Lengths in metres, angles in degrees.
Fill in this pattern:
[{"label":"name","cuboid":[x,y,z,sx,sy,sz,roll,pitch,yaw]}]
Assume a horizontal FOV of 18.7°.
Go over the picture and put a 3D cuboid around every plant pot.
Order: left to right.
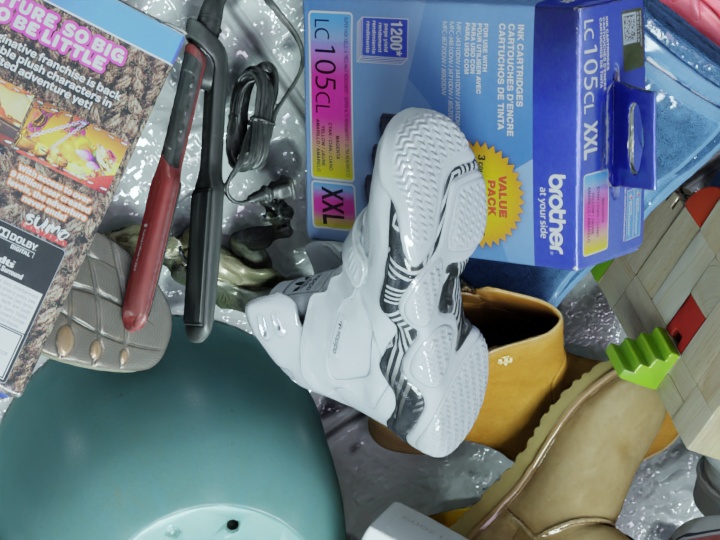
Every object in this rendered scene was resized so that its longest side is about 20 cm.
[{"label":"plant pot","cuboid":[-0.097,0.149,1.203,0.200,0.161,0.201,-6,113,-13]}]

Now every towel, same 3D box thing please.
[{"label":"towel","cuboid":[0.117,-0.061,1.199,0.112,0.049,0.200,31,125,-22]}]

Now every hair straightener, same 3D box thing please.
[{"label":"hair straightener","cuboid":[-0.071,-0.059,1.160,0.077,0.041,0.200,13,79,-21]}]

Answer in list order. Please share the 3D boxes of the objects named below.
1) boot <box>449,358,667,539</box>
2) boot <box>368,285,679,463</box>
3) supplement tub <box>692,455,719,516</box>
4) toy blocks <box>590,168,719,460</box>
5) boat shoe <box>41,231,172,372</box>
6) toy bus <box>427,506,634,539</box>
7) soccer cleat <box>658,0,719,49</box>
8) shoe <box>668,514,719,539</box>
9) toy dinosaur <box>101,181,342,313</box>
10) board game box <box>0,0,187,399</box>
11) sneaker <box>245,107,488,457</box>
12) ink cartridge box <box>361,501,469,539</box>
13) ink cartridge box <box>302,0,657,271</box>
[{"label":"boot","cuboid":[0.157,0.162,1.166,0.175,0.200,0.066,-51,139,4]},{"label":"boot","cuboid":[0.103,0.060,1.236,0.201,0.071,0.144,0,152,-10]},{"label":"supplement tub","cuboid":[0.278,0.057,1.277,0.145,0.145,0.200,7,109,-18]},{"label":"toy blocks","cuboid":[0.207,0.005,1.176,0.100,0.200,0.137,19,118,-27]},{"label":"boat shoe","cuboid":[-0.195,-0.002,1.165,0.200,0.073,0.075,25,79,-14]},{"label":"toy bus","cuboid":[0.100,0.263,1.289,0.136,0.200,0.192,2,120,-17]},{"label":"soccer cleat","cuboid":[0.156,-0.153,1.190,0.200,0.076,0.067,17,70,-25]},{"label":"shoe","cuboid":[0.261,0.174,1.198,0.200,0.091,0.072,-8,117,18]},{"label":"toy dinosaur","cuboid":[-0.050,0.004,1.213,0.200,0.047,0.088,29,137,-25]},{"label":"board game box","cuboid":[-0.205,-0.058,1.076,0.159,0.097,0.200,27,78,-14]},{"label":"sneaker","cuboid":[0.000,0.000,1.104,0.075,0.115,0.200,-47,142,-41]},{"label":"ink cartridge box","cuboid":[0.019,0.236,1.157,0.109,0.050,0.200,28,108,12]},{"label":"ink cartridge box","cuboid":[0.071,-0.076,1.130,0.076,0.200,0.137,-19,111,-55]}]
